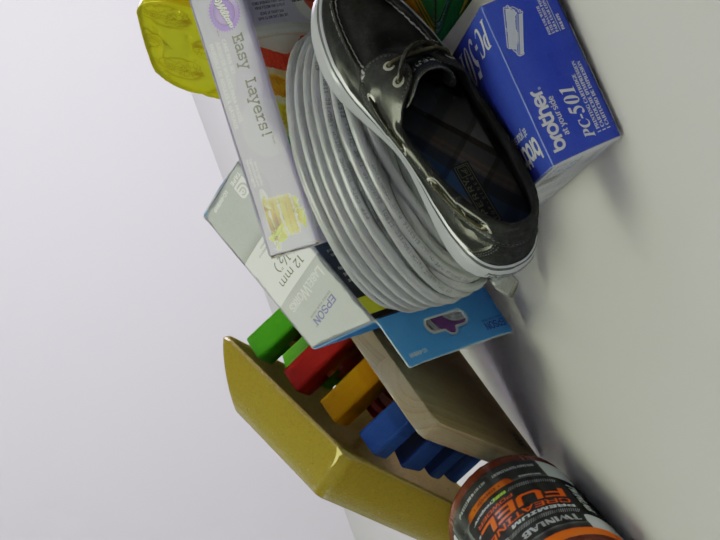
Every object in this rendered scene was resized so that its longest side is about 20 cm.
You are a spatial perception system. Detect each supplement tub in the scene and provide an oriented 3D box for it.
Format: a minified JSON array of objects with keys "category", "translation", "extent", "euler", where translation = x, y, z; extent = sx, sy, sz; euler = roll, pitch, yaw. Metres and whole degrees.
[{"category":"supplement tub","translation":[0.140,0.216,1.146],"extent":[0.200,0.106,0.108],"euler":[-133,23,-66]}]

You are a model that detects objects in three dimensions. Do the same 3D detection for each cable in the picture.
[{"category":"cable","translation":[0.023,-0.073,1.043],"extent":[0.199,0.069,0.202],"euler":[9,-116,-63]}]

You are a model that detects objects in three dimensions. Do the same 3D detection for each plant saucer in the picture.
[{"category":"plant saucer","translation":[-0.010,0.146,1.280],"extent":[0.199,0.049,0.200],"euler":[31,-174,-41]}]

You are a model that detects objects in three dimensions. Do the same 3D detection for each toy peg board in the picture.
[{"category":"toy peg board","translation":[0.018,0.095,1.284],"extent":[0.200,0.098,0.200],"euler":[54,-165,30]}]

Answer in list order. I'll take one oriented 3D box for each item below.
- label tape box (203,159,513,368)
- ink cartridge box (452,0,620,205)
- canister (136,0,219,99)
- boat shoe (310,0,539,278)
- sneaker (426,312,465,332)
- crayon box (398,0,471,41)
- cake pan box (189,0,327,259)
[{"category":"label tape box","translation":[0.000,0.000,1.177],"extent":[0.201,0.143,0.066],"euler":[51,124,18]},{"category":"ink cartridge box","translation":[0.088,-0.089,0.926],"extent":[0.200,0.044,0.095],"euler":[124,122,-80]},{"category":"canister","translation":[-0.101,-0.257,1.255],"extent":[0.149,0.086,0.202],"euler":[87,-163,-70]},{"category":"boat shoe","translation":[0.037,-0.090,0.878],"extent":[0.201,0.069,0.066],"euler":[62,163,18]},{"category":"sneaker","translation":[0.033,-0.034,1.306],"extent":[0.100,0.074,0.202],"euler":[130,118,-80]},{"category":"crayon box","translation":[-0.024,-0.226,0.933],"extent":[0.199,0.058,0.119],"euler":[30,157,17]},{"category":"cake pan box","translation":[-0.020,-0.119,1.121],"extent":[0.199,0.052,0.186],"euler":[-20,-83,-56]}]
